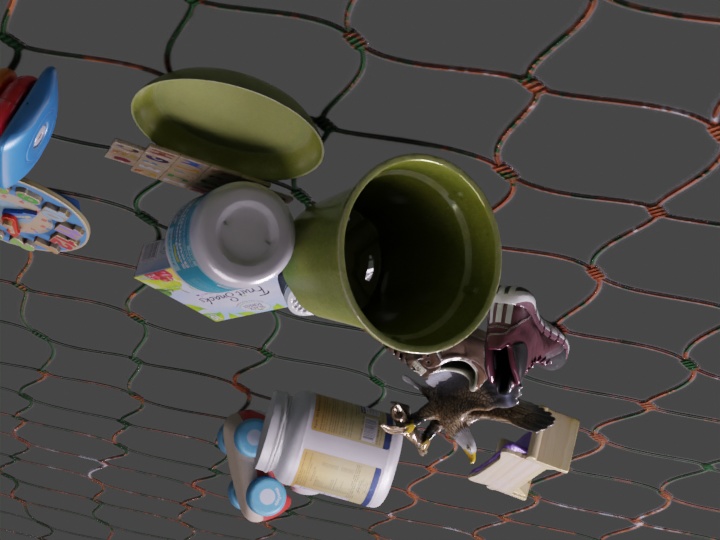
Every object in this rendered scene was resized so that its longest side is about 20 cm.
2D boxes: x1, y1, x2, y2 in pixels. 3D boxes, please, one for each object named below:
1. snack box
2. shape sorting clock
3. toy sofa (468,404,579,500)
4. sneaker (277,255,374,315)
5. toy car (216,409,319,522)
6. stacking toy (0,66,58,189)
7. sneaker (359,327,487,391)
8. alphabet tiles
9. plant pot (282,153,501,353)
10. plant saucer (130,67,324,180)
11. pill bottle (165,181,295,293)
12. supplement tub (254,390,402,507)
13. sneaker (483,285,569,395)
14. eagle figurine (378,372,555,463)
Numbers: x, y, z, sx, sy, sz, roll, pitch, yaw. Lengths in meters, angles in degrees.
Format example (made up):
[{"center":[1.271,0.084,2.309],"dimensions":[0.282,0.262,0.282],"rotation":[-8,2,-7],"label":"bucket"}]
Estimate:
[{"center":[-0.161,0.002,1.882],"dimensions":[0.142,0.053,0.200],"rotation":[30,152,-36],"label":"snack box"},{"center":[-0.427,-0.071,1.872],"dimensions":[0.199,0.039,0.200],"rotation":[10,157,4],"label":"shape sorting clock"},{"center":[0.234,0.262,2.224],"dimensions":[0.097,0.083,0.200],"rotation":[21,156,-5],"label":"toy sofa"},{"center":[0.000,0.000,1.776],"dimensions":[0.199,0.079,0.079],"rotation":[-2,127,-22],"label":"sneaker"},{"center":[-0.110,0.298,2.457],"dimensions":[0.199,0.177,0.184],"rotation":[-11,177,-17],"label":"toy car"},{"center":[-0.416,-0.180,1.568],"dimensions":[0.200,0.116,0.110],"rotation":[26,154,0],"label":"stacking toy"},{"center":[0.075,0.093,1.933],"dimensions":[0.199,0.076,0.070],"rotation":[16,157,-8],"label":"sneaker"},{"center":[-0.176,-0.101,1.659],"dimensions":[0.199,0.006,0.166],"rotation":[18,171,-14],"label":"alphabet tiles"},{"center":[0.014,-0.014,1.611],"dimensions":[0.200,0.201,0.184],"rotation":[27,165,-29],"label":"plant pot"},{"center":[-0.131,-0.151,1.546],"dimensions":[0.199,0.031,0.200],"rotation":[10,157,4],"label":"plant saucer"},{"center":[-0.148,-0.032,1.660],"dimensions":[0.111,0.111,0.200],"rotation":[21,169,-17],"label":"pill bottle"},{"center":[-0.049,0.263,2.301],"dimensions":[0.199,0.145,0.144],"rotation":[16,157,-6],"label":"supplement tub"},{"center":[0.190,0.107,1.853],"dimensions":[0.075,0.116,0.200],"rotation":[-1,153,30],"label":"sneaker"},{"center":[0.146,0.187,2.090],"dimensions":[0.200,0.151,0.152],"rotation":[-29,-174,17],"label":"eagle figurine"}]
